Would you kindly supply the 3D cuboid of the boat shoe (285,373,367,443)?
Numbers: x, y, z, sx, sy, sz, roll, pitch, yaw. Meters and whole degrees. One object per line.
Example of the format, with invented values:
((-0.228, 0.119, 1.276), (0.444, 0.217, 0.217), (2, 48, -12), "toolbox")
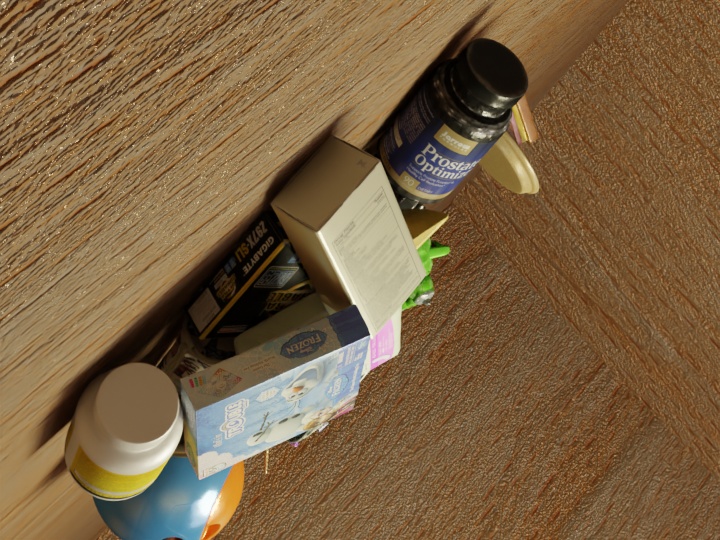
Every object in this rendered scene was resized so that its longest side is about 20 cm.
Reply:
((-0.039, 0.133, 1.677), (0.200, 0.073, 0.068), (-50, 180, 20), "boat shoe")

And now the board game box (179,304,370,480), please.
((-0.092, 0.132, 1.420), (0.197, 0.044, 0.201), (-22, 156, -16), "board game box")

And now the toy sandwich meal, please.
((0.174, -0.187, 1.706), (0.070, 0.206, 0.205), (-41, 177, -5), "toy sandwich meal")

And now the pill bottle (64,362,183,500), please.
((-0.242, 0.163, 1.378), (0.111, 0.111, 0.200), (-43, 176, -26), "pill bottle")

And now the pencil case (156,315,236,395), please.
((-0.206, 0.119, 1.578), (0.089, 0.078, 0.200), (-23, 163, -40), "pencil case")

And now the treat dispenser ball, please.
((-0.248, 0.260, 1.722), (0.201, 0.201, 0.201), (-44, 177, -3), "treat dispenser ball")

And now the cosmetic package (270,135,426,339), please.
((-0.009, -0.031, 1.385), (0.105, 0.071, 0.201), (-47, 144, -18), "cosmetic package")

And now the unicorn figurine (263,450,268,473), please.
((-0.145, 0.145, 1.689), (0.074, 0.200, 0.137), (-46, -178, -30), "unicorn figurine")

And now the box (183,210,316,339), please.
((-0.077, 0.006, 1.485), (0.160, 0.050, 0.199), (-49, 154, 25), "box")

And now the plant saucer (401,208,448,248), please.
((0.000, 0.000, 1.660), (0.200, 0.049, 0.200), (-45, 175, 28), "plant saucer")

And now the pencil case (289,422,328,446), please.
((-0.125, 0.137, 1.773), (0.085, 0.200, 0.084), (-43, -173, -5), "pencil case")

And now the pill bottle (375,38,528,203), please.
((0.109, -0.177, 1.580), (0.112, 0.112, 0.200), (-42, 175, -43), "pill bottle")

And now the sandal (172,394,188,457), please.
((-0.220, 0.170, 1.532), (0.081, 0.197, 0.055), (-70, 159, -62), "sandal")

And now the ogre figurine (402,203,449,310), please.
((0.057, -0.033, 1.873), (0.119, 0.097, 0.203), (15, -85, 56), "ogre figurine")

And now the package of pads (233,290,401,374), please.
((-0.047, 0.086, 1.535), (0.198, 0.069, 0.155), (-28, 156, -14), "package of pads")

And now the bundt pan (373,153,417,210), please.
((0.006, -0.082, 1.723), (0.201, 0.076, 0.202), (-42, 176, -4), "bundt pan")
